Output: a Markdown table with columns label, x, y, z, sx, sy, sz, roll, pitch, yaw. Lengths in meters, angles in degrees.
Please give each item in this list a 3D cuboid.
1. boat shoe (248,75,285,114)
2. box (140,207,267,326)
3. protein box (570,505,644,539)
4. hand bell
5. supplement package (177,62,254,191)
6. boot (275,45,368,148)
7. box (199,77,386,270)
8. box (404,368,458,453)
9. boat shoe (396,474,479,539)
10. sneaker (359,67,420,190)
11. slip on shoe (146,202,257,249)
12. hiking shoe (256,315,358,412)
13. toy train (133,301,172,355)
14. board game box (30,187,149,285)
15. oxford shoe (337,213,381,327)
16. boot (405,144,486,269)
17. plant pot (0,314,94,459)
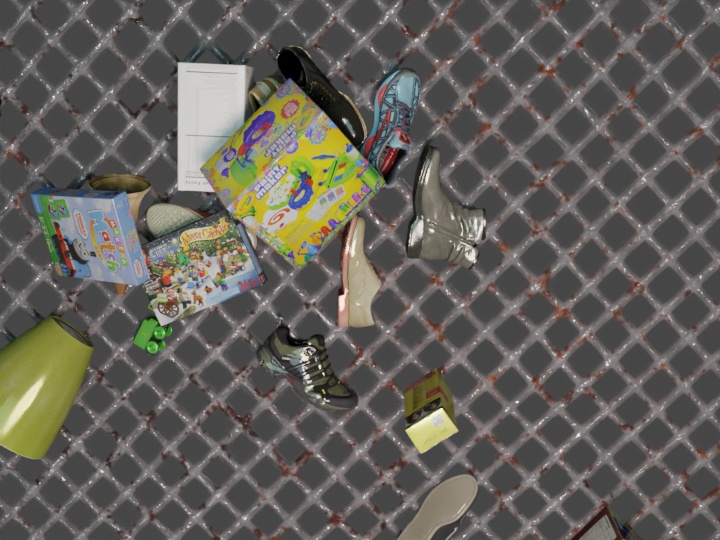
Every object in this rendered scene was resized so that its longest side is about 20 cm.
| label | x | y | z | sx | sy | sz | roll | pitch | yaw |
| --- | --- | --- | --- | --- | --- | --- | --- | --- | --- |
| boat shoe | -0.138 | -0.210 | 1.492 | 0.071 | 0.076 | 0.202 | 3 | 122 | 43 |
| box | -0.271 | -0.007 | 1.520 | 0.198 | 0.038 | 0.138 | -22 | 101 | 14 |
| protein box | 0.443 | 0.570 | 1.602 | 0.198 | 0.135 | 0.200 | 43 | 100 | -5 |
| hand bell | -0.408 | -0.053 | 1.563 | 0.102 | 0.104 | 0.203 | 6 | 113 | 2 |
| supplement package | -0.235 | -0.233 | 1.496 | 0.112 | 0.110 | 0.203 | 3 | 101 | 1 |
| boot | -0.068 | -0.272 | 1.466 | 0.077 | 0.138 | 0.200 | -43 | 97 | 9 |
| box | -0.102 | -0.146 | 1.415 | 0.200 | 0.122 | 0.193 | -43 | 137 | 3 |
| box | 0.115 | 0.230 | 1.520 | 0.075 | 0.200 | 0.050 | -33 | 98 | 9 |
| boat shoe | 0.144 | 0.448 | 1.644 | 0.200 | 0.073 | 0.063 | -48 | 138 | 5 |
| sneaker | 0.063 | -0.224 | 1.484 | 0.078 | 0.095 | 0.203 | 8 | 108 | -31 |
| slip on shoe | -0.267 | -0.070 | 1.554 | 0.197 | 0.061 | 0.075 | 12 | 108 | 5 |
| hiking shoe | -0.080 | 0.166 | 1.581 | 0.198 | 0.076 | 0.101 | 32 | 104 | -3 |
| toy train | -0.335 | 0.054 | 1.592 | 0.056 | 0.042 | 0.202 | 29 | 101 | 8 |
| board game box | -0.448 | -0.058 | 1.514 | 0.197 | 0.037 | 0.153 | 5 | 118 | 32 |
| oxford shoe | 0.000 | 0.000 | 1.555 | 0.073 | 0.071 | 0.203 | 3 | 111 | -3 |
| boot | 0.150 | -0.106 | 1.532 | 0.128 | 0.068 | 0.203 | 6 | 108 | -3 |
| plant pot | -0.556 | 0.183 | 1.571 | 0.186 | 0.187 | 0.201 | 38 | 85 | -5 |
